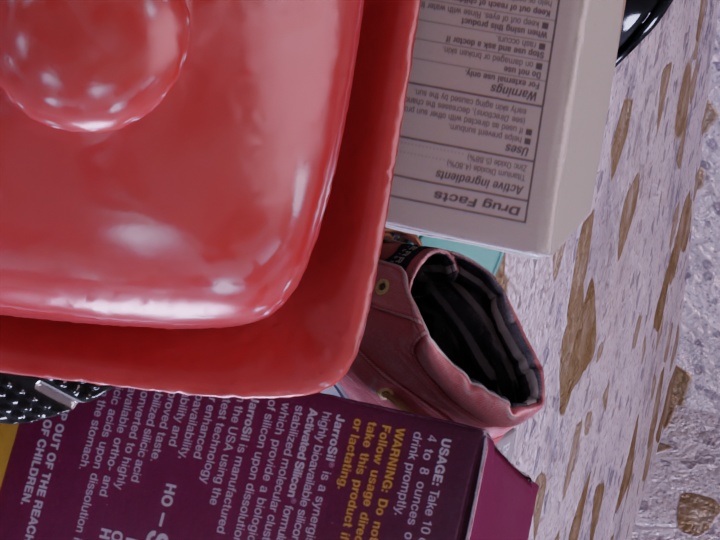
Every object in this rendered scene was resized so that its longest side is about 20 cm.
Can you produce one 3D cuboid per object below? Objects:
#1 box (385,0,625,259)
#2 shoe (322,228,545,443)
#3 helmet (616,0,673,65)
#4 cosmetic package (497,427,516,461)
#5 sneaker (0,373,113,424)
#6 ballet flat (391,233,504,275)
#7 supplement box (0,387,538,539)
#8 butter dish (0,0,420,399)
[{"bbox_3d":[0.038,-0.114,0.539,0.078,0.094,0.202,-35,136,-68],"label":"box"},{"bbox_3d":[0.000,0.000,0.766,0.071,0.201,0.091,-29,171,-44],"label":"shoe"},{"bbox_3d":[0.044,-0.149,0.833,0.191,0.200,0.200,-51,178,28],"label":"helmet"},{"bbox_3d":[0.001,0.150,0.987,0.199,0.090,0.108,-23,128,-48],"label":"cosmetic package"},{"bbox_3d":[-0.083,-0.032,0.615,0.200,0.074,0.080,-50,-157,4],"label":"sneaker"},{"bbox_3d":[0.014,0.030,0.888,0.201,0.074,0.074,-65,162,-7],"label":"ballet flat"},{"bbox_3d":[-0.042,0.101,0.688,0.131,0.198,0.104,48,54,-69],"label":"supplement box"},{"bbox_3d":[-0.071,-0.061,0.432,0.148,0.198,0.202,-142,-120,-76],"label":"butter dish"}]
